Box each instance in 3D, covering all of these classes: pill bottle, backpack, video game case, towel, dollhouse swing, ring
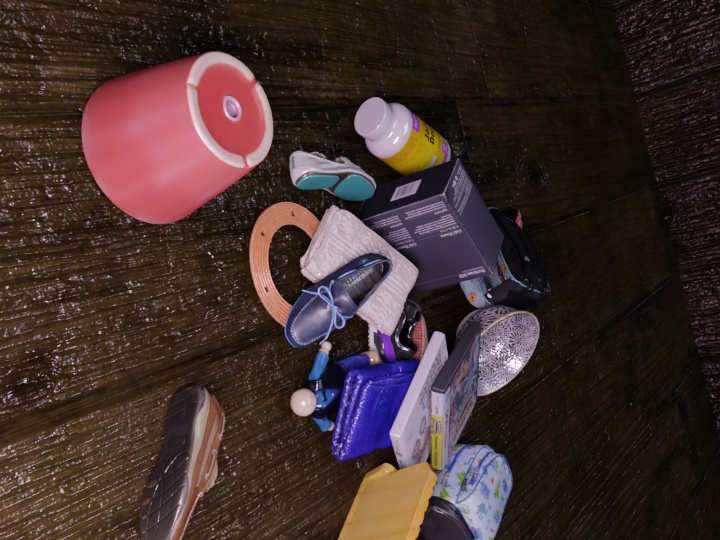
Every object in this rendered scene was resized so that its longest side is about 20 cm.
[{"bbox_3d":[0.077,-0.243,1.458,0.198,0.103,0.107,26,59,-46],"label":"pill bottle"},{"bbox_3d":[0.280,-0.020,1.609,0.174,0.152,0.204,9,58,-48],"label":"backpack"},{"bbox_3d":[0.170,0.220,1.385,0.200,0.025,0.184,-49,144,-49],"label":"video game case"},{"bbox_3d":[0.035,0.222,1.254,0.198,0.049,0.151,2,101,-56],"label":"towel"},{"bbox_3d":[0.063,0.414,1.177,0.183,0.173,0.201,56,41,-25],"label":"dollhouse swing"},{"bbox_3d":[-0.104,-0.006,1.217,0.199,0.019,0.205,21,64,-49],"label":"ring"},{"bbox_3d":[0.107,0.235,1.306,0.202,0.023,0.184,-61,153,-32],"label":"video game case"},{"bbox_3d":[0.189,0.403,1.391,0.166,0.151,0.201,65,25,-20],"label":"backpack"},{"bbox_3d":[0.000,0.000,1.264,0.199,0.034,0.134,38,61,-21],"label":"towel"}]

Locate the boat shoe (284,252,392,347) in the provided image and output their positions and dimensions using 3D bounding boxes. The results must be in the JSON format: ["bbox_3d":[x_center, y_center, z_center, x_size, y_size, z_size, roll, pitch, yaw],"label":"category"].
[{"bbox_3d":[-0.033,0.035,1.175,0.200,0.068,0.085,-47,109,-20],"label":"boat shoe"}]

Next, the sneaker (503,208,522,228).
[{"bbox_3d":[0.338,-0.050,1.771,0.087,0.073,0.202,57,42,-30],"label":"sneaker"}]

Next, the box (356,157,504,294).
[{"bbox_3d":[0.122,-0.072,1.386,0.183,0.197,0.105,54,42,-27],"label":"box"}]

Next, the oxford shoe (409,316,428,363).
[{"bbox_3d":[0.095,0.171,1.389,0.073,0.070,0.205,13,80,-54],"label":"oxford shoe"}]

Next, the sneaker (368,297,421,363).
[{"bbox_3d":[0.059,0.058,1.343,0.069,0.098,0.205,-2,82,-54],"label":"sneaker"}]

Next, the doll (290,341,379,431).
[{"bbox_3d":[-0.042,0.177,1.213,0.198,0.048,0.140,-17,105,-54],"label":"doll"}]

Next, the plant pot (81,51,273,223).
[{"bbox_3d":[-0.218,-0.176,0.987,0.199,0.175,0.205,22,61,-48],"label":"plant pot"}]

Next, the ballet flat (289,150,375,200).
[{"bbox_3d":[-0.045,-0.165,1.314,0.198,0.068,0.071,4,76,-51],"label":"ballet flat"}]

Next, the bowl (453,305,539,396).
[{"bbox_3d":[0.250,0.139,1.550,0.199,0.202,0.094,26,15,-46],"label":"bowl"}]

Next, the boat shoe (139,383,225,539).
[{"bbox_3d":[-0.207,0.244,0.957,0.074,0.074,0.204,40,50,-42],"label":"boat shoe"}]
